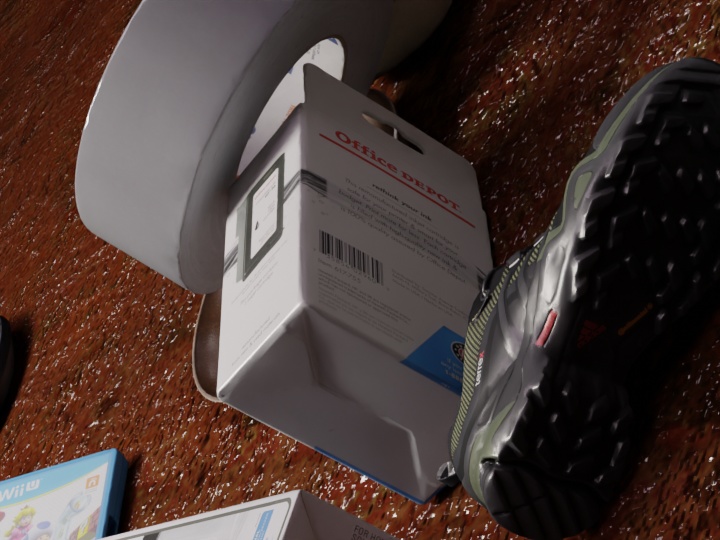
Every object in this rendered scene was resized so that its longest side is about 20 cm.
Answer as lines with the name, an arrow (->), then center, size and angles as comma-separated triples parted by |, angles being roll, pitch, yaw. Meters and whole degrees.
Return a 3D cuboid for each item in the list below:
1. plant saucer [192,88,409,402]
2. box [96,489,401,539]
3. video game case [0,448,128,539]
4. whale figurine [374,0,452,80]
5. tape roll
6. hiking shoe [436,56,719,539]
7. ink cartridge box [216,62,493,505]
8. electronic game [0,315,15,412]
plant saucer -> -0.029, -0.010, 1.023 | 0.200, 0.032, 0.200 | -47, 25, 30
box -> -0.040, 0.152, 0.743 | 0.200, 0.117, 0.060 | -25, 41, 55
video game case -> -0.219, 0.205, 1.094 | 0.143, 0.018, 0.200 | -18, 39, 18
whale figurine -> 0.006, -0.200, 1.078 | 0.159, 0.104, 0.200 | -15, 39, 56
tape roll -> -0.062, -0.090, 0.929 | 0.200, 0.066, 0.200 | -54, -15, -23
hiking shoe -> 0.083, 0.003, 0.716 | 0.200, 0.076, 0.101 | -63, 26, -4
ink cartridge box -> 0.000, 0.000, 0.841 | 0.068, 0.116, 0.200 | -47, 25, 28
electronic game -> -0.351, 0.127, 1.516 | 0.200, 0.042, 0.200 | -46, 27, 31
